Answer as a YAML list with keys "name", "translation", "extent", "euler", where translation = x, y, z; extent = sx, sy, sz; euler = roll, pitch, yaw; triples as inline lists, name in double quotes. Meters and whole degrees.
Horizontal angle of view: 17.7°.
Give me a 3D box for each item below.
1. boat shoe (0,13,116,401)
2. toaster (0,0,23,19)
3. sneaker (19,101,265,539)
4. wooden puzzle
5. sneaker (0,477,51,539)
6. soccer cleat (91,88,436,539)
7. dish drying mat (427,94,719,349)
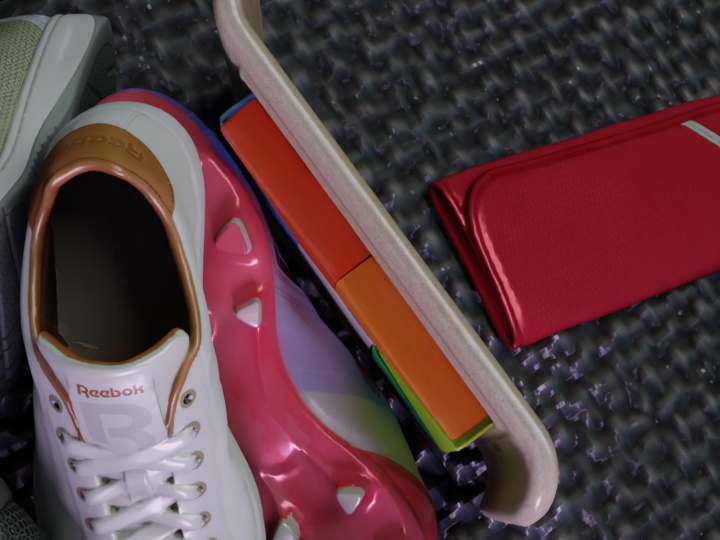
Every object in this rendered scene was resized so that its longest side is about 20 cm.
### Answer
- name: "boat shoe"
  translation: [-0.132, -0.019, 0.750]
  extent: [0.064, 0.075, 0.202]
  euler: [8, 42, 8]
- name: "toaster"
  translation: [-0.113, -0.204, 0.809]
  extent: [0.118, 0.181, 0.200]
  euler: [34, 51, -19]
- name: "sneaker"
  translation: [-0.075, 0.053, 0.711]
  extent: [0.085, 0.072, 0.201]
  euler: [-71, 153, -78]
- name: "wooden puzzle"
  translation: [0.000, 0.000, 0.795]
  extent: [0.037, 0.185, 0.200]
  euler: [-31, 86, -3]
- name: "sneaker"
  translation: [-0.141, 0.143, 0.657]
  extent: [0.114, 0.076, 0.199]
  euler: [46, 42, 3]
- name: "soccer cleat"
  translation: [-0.036, 0.026, 0.789]
  extent: [0.200, 0.067, 0.076]
  euler: [59, 13, -11]
- name: "dish drying mat"
  translation: [0.117, -0.027, 0.979]
  extent: [0.200, 0.018, 0.077]
  euler: [-18, 77, -41]
